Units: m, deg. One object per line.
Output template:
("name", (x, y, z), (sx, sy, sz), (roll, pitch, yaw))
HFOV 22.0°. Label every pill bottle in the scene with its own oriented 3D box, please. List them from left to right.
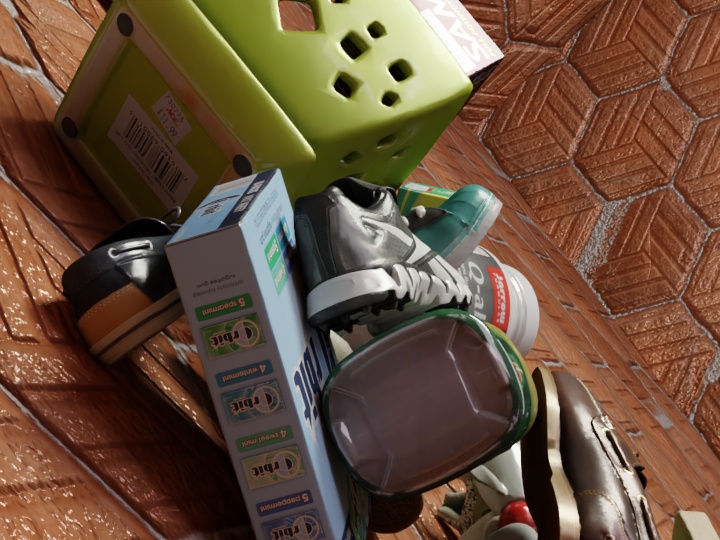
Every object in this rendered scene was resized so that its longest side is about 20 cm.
("pill bottle", (0.053, 0.028, 1.472), (0.199, 0.116, 0.116), (11, 36, -53))

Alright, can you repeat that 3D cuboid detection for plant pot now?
("plant pot", (-0.079, -0.110, 1.230), (0.200, 0.199, 0.181), (50, 47, 9))

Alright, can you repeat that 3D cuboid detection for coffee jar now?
("coffee jar", (0.044, 0.074, 1.047), (0.086, 0.104, 0.200), (63, 5, 7))

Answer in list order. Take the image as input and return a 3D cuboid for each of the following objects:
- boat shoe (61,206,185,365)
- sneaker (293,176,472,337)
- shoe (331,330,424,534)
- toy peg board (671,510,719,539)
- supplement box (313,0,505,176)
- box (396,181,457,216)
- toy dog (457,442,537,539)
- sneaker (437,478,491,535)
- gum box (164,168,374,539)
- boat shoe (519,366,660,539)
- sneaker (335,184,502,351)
("boat shoe", (-0.119, 0.000, 1.059), (0.063, 0.074, 0.200), (54, 15, -2))
("sneaker", (0.012, -0.010, 1.072), (0.200, 0.066, 0.091), (11, 59, -70))
("shoe", (-0.028, 0.080, 1.154), (0.201, 0.069, 0.054), (54, 19, -25))
("toy peg board", (0.164, 0.271, 1.088), (0.097, 0.202, 0.200), (4, 18, -4))
("supplement box", (0.005, -0.123, 1.320), (0.061, 0.200, 0.109), (-32, 79, -41))
("box", (0.029, 0.041, 1.303), (0.048, 0.202, 0.117), (11, 5, 4))
("toy dog", (0.068, 0.179, 1.151), (0.095, 0.134, 0.200), (7, 11, -5))
("sneaker", (0.102, 0.146, 1.293), (0.088, 0.201, 0.077), (29, 50, 5))
("gum box", (-0.044, 0.059, 0.997), (0.170, 0.044, 0.202), (-73, 147, -77))
("boat shoe", (0.135, 0.127, 1.096), (0.069, 0.071, 0.201), (6, 31, -5))
("sneaker", (0.000, 0.000, 1.201), (0.080, 0.200, 0.071), (50, -4, -3))
